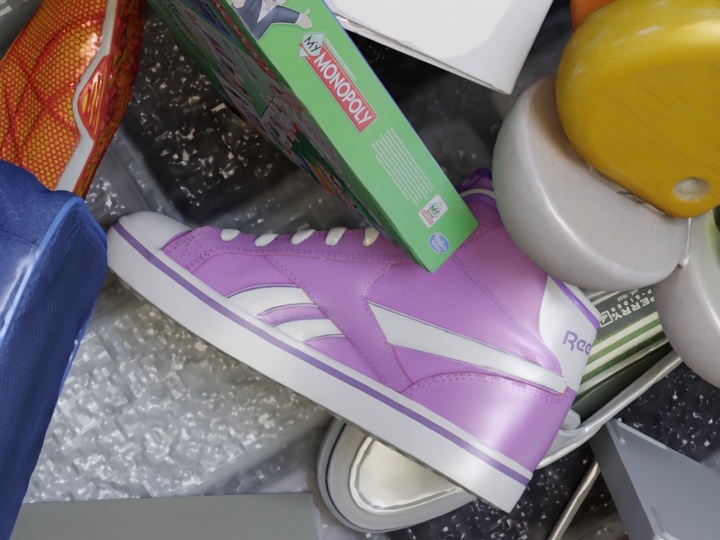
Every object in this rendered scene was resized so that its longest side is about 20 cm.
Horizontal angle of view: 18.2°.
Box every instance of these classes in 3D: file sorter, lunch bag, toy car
[{"bbox_3d":[0.163,0.175,0.919,0.200,0.139,0.125,28,102,-10],"label":"file sorter"},{"bbox_3d":[-0.180,0.031,0.792,0.132,0.136,0.201,18,79,4],"label":"lunch bag"},{"bbox_3d":[0.154,-0.061,0.799,0.200,0.150,0.175,32,134,-27],"label":"toy car"}]

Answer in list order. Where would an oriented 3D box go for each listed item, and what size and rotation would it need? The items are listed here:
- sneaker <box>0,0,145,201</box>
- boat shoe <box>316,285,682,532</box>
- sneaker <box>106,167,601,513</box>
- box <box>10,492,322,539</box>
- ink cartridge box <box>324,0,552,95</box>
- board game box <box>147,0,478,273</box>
[{"bbox_3d":[-0.136,-0.052,0.881,0.077,0.073,0.200,22,97,1],"label":"sneaker"},{"bbox_3d":[0.066,0.041,0.917,0.200,0.067,0.074,-38,102,4],"label":"boat shoe"},{"bbox_3d":[0.000,0.000,0.887,0.200,0.073,0.115,27,88,15],"label":"sneaker"},{"bbox_3d":[-0.112,0.168,0.909,0.199,0.109,0.128,-2,102,-4],"label":"box"},{"bbox_3d":[0.052,-0.178,0.830,0.083,0.145,0.200,24,100,-10],"label":"ink cartridge box"},{"bbox_3d":[-0.044,-0.091,0.799,0.029,0.135,0.200,-45,140,-6],"label":"board game box"}]
